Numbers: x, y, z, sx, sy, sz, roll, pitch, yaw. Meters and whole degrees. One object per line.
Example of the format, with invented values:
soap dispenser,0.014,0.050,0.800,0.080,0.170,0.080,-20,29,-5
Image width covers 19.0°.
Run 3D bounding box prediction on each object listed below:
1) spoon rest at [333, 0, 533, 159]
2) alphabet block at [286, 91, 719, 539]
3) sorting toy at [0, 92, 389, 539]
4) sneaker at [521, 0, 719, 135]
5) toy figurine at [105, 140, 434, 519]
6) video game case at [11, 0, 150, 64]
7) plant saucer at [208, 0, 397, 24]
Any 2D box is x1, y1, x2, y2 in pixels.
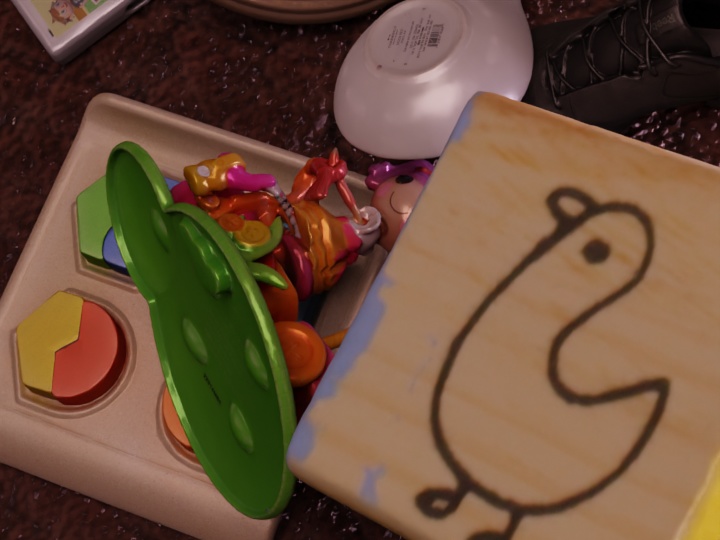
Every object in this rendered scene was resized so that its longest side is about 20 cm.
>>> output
spoon rest,0.049,-0.133,1.066,0.099,0.061,0.200,4,58,26
alphabet block,0.126,0.065,0.919,0.200,0.196,0.195,22,84,42
sorting toy,-0.096,0.023,1.096,0.185,0.036,0.200,19,81,16
sneaker,0.134,-0.106,1.052,0.200,0.091,0.076,-16,75,9
toy figurine,0.000,0.000,1.031,0.184,0.150,0.200,-17,57,-24
video game case,-0.146,-0.241,1.184,0.182,0.022,0.200,-37,72,1
plant saucer,-0.030,-0.228,1.130,0.200,0.029,0.200,0,79,0
